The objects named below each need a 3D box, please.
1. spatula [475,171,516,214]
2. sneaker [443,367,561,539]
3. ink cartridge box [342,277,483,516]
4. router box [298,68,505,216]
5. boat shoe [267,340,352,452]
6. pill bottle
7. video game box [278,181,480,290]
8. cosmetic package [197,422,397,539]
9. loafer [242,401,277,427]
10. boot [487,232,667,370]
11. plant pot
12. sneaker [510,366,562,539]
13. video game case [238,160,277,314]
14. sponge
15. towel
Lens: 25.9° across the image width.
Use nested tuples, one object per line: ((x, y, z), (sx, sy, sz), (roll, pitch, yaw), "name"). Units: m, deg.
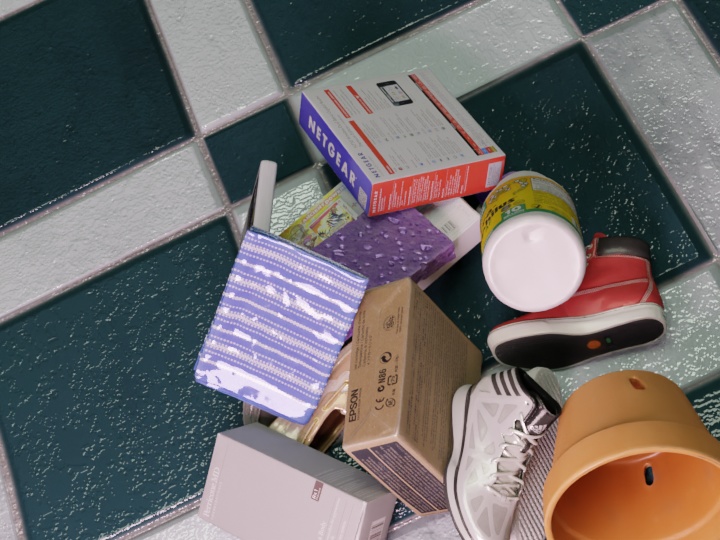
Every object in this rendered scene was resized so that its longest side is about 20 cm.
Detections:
((0.121, -0.047, 1.873), (0.200, 0.021, 0.057), (-40, 50, -3), "spatula")
((0.148, 0.187, 1.599), (0.115, 0.075, 0.202), (-34, 44, 41), "sneaker")
((0.059, 0.137, 1.679), (0.075, 0.165, 0.201), (-17, 47, 27), "ink cartridge box")
((0.047, -0.157, 1.868), (0.178, 0.049, 0.200), (-13, 43, -23), "router box")
((-0.019, 0.150, 1.773), (0.200, 0.074, 0.069), (-47, 61, -1), "boat shoe")
((0.189, -0.042, 1.751), (0.112, 0.114, 0.200), (-14, 21, 9), "pill bottle")
((0.024, -0.041, 1.873), (0.200, 0.047, 0.182), (-40, 54, -3), "video game box")
((-0.069, 0.251, 1.694), (0.199, 0.090, 0.108), (19, 103, 25), "cosmetic package")
((-0.075, 0.101, 1.795), (0.069, 0.070, 0.201), (20, 88, 41), "loafer")
((0.236, 0.029, 1.769), (0.198, 0.073, 0.145), (-13, 50, 9), "boot")
((0.278, 0.197, 1.587), (0.198, 0.201, 0.141), (-13, 40, 10), "plant pot")
((0.168, 0.207, 1.689), (0.082, 0.074, 0.202), (-15, 56, 45), "sneaker")
((-0.129, 0.003, 1.835), (0.023, 0.182, 0.201), (9, 59, -8), "video game case")
((0.000, 0.000, 1.776), (0.199, 0.030, 0.111), (-36, 58, -20), "sponge")
((-0.090, 0.064, 1.696), (0.144, 0.201, 0.024), (24, 26, 2), "towel")
